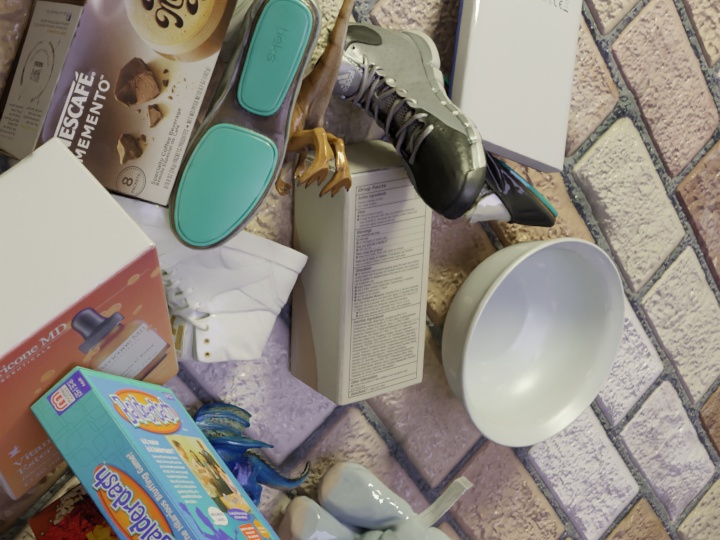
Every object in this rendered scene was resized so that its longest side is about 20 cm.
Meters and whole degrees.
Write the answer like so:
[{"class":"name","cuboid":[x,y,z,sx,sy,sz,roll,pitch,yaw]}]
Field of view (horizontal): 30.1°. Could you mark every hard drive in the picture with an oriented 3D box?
[{"class":"hard drive","cuboid":[0.134,-0.196,1.139,0.132,0.025,0.201,15,79,-40]}]

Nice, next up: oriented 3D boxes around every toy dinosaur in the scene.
[{"class":"toy dinosaur","cuboid":[-0.041,-0.114,0.983,0.060,0.106,0.200,-11,153,-41]}]

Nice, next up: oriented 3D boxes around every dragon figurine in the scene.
[{"class":"dragon figurine","cuboid":[-0.110,0.148,1.096,0.200,0.059,0.100,2,115,-30]}]

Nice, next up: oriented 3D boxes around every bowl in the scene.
[{"class":"bowl","cuboid":[0.144,0.054,1.243,0.201,0.090,0.202,-15,117,-33]}]

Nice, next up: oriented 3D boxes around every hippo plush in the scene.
[{"class":"hippo plush","cuboid":[0.018,0.264,1.221,0.200,0.159,0.161,-30,156,-8]}]

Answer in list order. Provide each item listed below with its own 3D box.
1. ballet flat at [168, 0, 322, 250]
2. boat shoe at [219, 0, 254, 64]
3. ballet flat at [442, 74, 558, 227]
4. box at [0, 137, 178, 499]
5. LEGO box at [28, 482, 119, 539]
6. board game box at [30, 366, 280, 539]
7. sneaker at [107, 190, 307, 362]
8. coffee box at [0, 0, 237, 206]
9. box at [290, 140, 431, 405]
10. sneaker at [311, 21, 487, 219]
[{"class":"ballet flat","cuboid":[-0.080,-0.109,0.962,0.067,0.064,0.200,23,98,-9]},{"class":"boat shoe","cuboid":[-0.055,-0.243,0.982,0.067,0.074,0.200,27,90,-41]},{"class":"ballet flat","cuboid":[0.094,-0.089,1.171,0.068,0.068,0.200,-46,119,-2]},{"class":"box","cuboid":[-0.216,0.038,0.887,0.152,0.106,0.200,-38,161,-20]},{"class":"LEGO box","cuboid":[-0.135,0.253,0.956,0.077,0.149,0.200,-35,135,-6]},{"class":"board game box","cuboid":[-0.114,0.158,0.876,0.045,0.200,0.152,-40,162,5]},{"class":"sneaker","cuboid":[-0.134,0.014,1.023,0.200,0.074,0.116,21,90,-42]},{"class":"coffee box","cuboid":[-0.165,-0.158,0.926,0.113,0.080,0.200,17,96,-41]},{"class":"box","cuboid":[0.000,0.000,1.117,0.095,0.078,0.201,-11,113,-35]},{"class":"sneaker","cuboid":[0.017,-0.122,1.028,0.115,0.200,0.075,13,128,-31]}]
